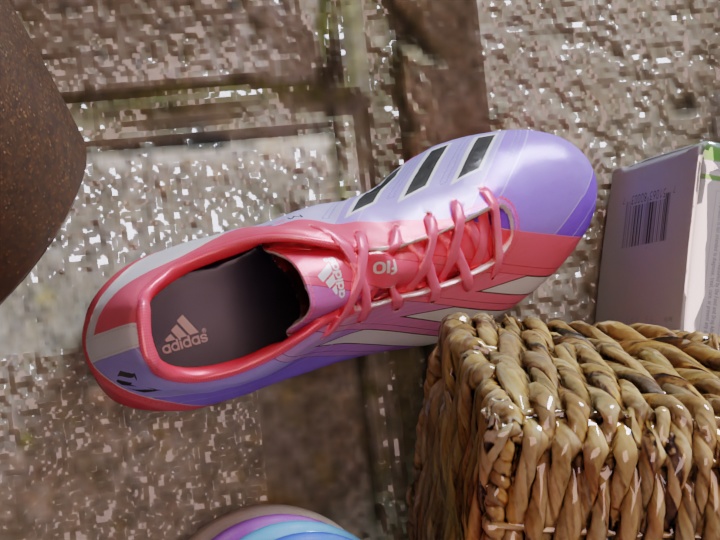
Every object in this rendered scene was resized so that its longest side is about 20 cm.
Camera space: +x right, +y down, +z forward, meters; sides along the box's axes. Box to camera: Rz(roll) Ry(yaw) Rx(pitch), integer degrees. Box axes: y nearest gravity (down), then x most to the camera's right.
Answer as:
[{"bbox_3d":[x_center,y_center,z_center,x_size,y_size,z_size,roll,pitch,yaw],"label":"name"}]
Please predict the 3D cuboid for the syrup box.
[{"bbox_3d":[0.193,0.013,0.915,0.198,0.079,0.082,9,83,-17],"label":"syrup box"}]

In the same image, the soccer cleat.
[{"bbox_3d":[0.000,0.000,0.856,0.199,0.076,0.067,-18,92,-17],"label":"soccer cleat"}]

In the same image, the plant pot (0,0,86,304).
[{"bbox_3d":[-0.186,-0.067,0.763,0.200,0.187,0.187,43,75,-26],"label":"plant pot"}]

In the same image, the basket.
[{"bbox_3d":[0.092,0.121,0.831,0.148,0.143,0.202,3,103,-8],"label":"basket"}]

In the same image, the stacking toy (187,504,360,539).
[{"bbox_3d":[-0.008,0.119,0.780,0.085,0.200,0.086,1,87,-15],"label":"stacking toy"}]
